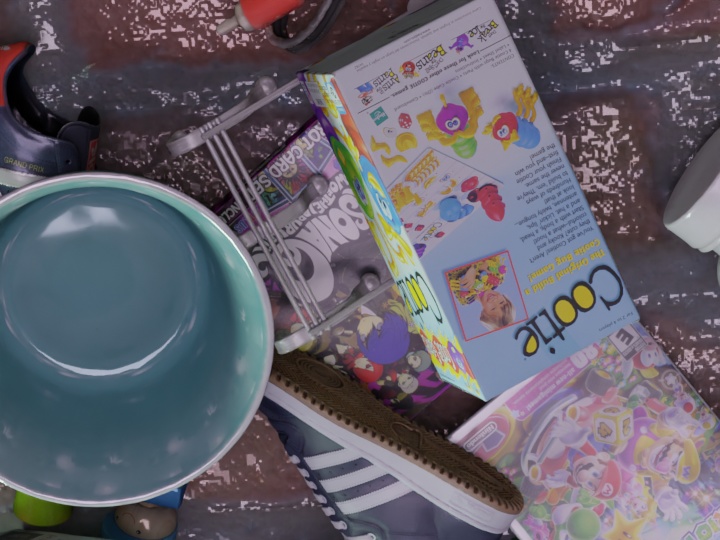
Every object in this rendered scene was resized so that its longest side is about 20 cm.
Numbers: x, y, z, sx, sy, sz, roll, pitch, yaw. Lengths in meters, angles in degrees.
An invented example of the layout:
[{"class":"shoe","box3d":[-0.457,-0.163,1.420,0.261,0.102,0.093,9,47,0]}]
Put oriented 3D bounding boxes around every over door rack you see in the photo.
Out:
[{"class":"over door rack","box3d":[0.003,-0.061,1.535,0.199,0.067,0.148,-30,101,-7]}]

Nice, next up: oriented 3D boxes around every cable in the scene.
[{"class":"cable","box3d":[-0.011,-0.193,1.509,0.199,0.050,0.098,-22,82,32]}]

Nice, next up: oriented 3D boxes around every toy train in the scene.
[{"class":"toy train","box3d":[-0.198,0.107,1.608,0.199,0.085,0.116,12,120,1]}]

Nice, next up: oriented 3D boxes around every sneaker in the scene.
[{"class":"sneaker","box3d":[-0.011,0.132,1.576,0.199,0.070,0.109,31,110,-3]},{"class":"sneaker","box3d":[-0.179,-0.047,1.564,0.084,0.075,0.201,-29,102,11]}]

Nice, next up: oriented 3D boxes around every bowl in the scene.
[{"class":"bowl","box3d":[-0.152,0.023,1.492,0.199,0.105,0.202,-2,111,-5]}]

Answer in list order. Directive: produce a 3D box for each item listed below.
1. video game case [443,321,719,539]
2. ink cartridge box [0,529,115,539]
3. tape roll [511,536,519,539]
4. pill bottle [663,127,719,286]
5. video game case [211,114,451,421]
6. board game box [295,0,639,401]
[{"class":"video game case","box3d":[0.167,0.138,1.600,0.143,0.018,0.200,-39,85,-2]},{"class":"ink cartridge box","box3d":[-0.163,0.260,1.590,0.057,0.162,0.201,-18,97,-31]},{"class":"tape roll","box3d":[0.152,0.258,1.653,0.199,0.048,0.202,0,104,-1]},{"class":"pill bottle","box3d":[0.285,-0.005,1.556,0.199,0.111,0.111,34,101,-8]},{"class":"video game case","box3d":[0.000,0.000,1.596,0.200,0.036,0.181,-41,101,9]},{"class":"board game box","box3d":[0.059,-0.043,1.461,0.104,0.103,0.201,-27,99,-10]}]
